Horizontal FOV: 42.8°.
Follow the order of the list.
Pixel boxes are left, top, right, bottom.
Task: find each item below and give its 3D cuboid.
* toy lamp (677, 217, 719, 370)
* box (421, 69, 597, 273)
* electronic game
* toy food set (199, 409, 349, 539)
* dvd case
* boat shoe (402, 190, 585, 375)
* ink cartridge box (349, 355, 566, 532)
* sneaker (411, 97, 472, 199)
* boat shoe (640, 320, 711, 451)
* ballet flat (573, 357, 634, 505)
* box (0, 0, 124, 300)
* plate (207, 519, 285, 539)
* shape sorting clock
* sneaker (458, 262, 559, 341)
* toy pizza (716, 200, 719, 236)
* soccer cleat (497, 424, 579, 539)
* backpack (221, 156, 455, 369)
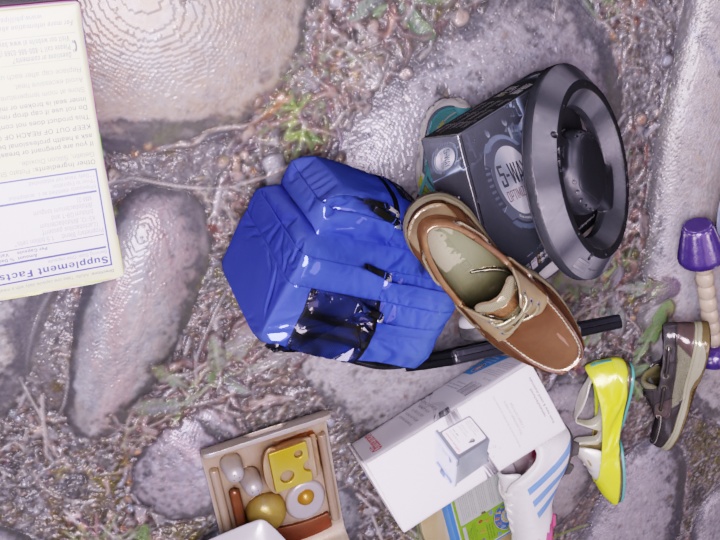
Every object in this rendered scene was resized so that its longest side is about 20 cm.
[{"bbox_3d":[0.420,0.028,1.118,0.058,0.058,0.202,-25,121,-11],"label":"toy lamp"},{"bbox_3d":[0.149,-0.084,0.867,0.199,0.043,0.162,-34,114,-41],"label":"box"},{"bbox_3d":[0.202,-0.092,0.860,0.199,0.041,0.204,11,76,-51],"label":"electronic game"},{"bbox_3d":[-0.085,0.255,0.997,0.142,0.060,0.203,-16,118,-16],"label":"toy food set"},{"bbox_3d":[0.160,0.079,0.985,0.197,0.143,0.018,-10,85,-19],"label":"dvd case"},{"bbox_3d":[0.111,0.021,0.769,0.199,0.074,0.076,41,103,-14],"label":"boat shoe"},{"bbox_3d":[0.097,0.177,0.980,0.198,0.146,0.087,-32,91,-6],"label":"ink cartridge box"},{"bbox_3d":[0.091,-0.069,0.919,0.076,0.080,0.203,-10,116,-19],"label":"sneaker"},{"bbox_3d":[0.384,0.140,1.148,0.065,0.072,0.203,12,130,12],"label":"boat shoe"},{"bbox_3d":[0.298,0.200,1.144,0.066,0.067,0.203,-1,112,1],"label":"ballet flat"},{"bbox_3d":[-0.251,-0.110,0.697,0.095,0.176,0.203,-10,116,-18],"label":"box"},{"bbox_3d":[-0.133,0.368,0.996,0.198,0.033,0.201,-26,122,17],"label":"plate"},{"bbox_3d":[0.153,0.263,1.114,0.197,0.039,0.203,-10,115,-23],"label":"shape sorting clock"},{"bbox_3d":[0.147,-0.023,0.951,0.200,0.075,0.116,-44,116,-34],"label":"sneaker"},{"bbox_3d":[0.508,-0.090,1.117,0.197,0.032,0.203,-10,117,-20],"label":"toy pizza"},{"bbox_3d":[0.191,0.266,1.080,0.085,0.070,0.203,6,104,-16],"label":"soccer cleat"},{"bbox_3d":[0.000,0.000,0.854,0.198,0.163,0.169,18,116,-31],"label":"backpack"}]
